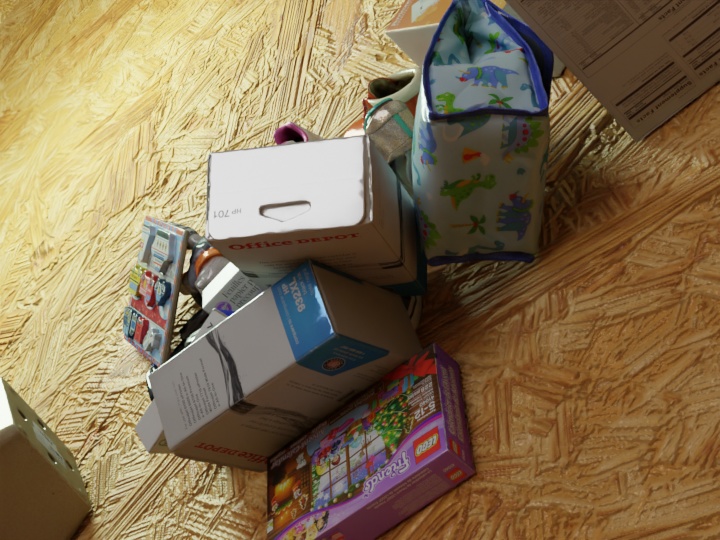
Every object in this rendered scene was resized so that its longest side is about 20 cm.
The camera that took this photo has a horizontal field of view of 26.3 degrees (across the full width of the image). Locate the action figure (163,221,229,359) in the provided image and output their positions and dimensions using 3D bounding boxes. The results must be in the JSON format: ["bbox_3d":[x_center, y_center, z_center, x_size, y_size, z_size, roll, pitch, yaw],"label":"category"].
[{"bbox_3d":[-0.180,0.009,1.703,0.200,0.105,0.193,-49,19,-2],"label":"action figure"}]

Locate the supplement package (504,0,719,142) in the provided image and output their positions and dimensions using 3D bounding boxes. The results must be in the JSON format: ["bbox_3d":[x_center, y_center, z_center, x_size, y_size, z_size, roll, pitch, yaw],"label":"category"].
[{"bbox_3d":[0.226,-0.253,1.342,0.151,0.200,0.152,-38,29,19],"label":"supplement package"}]

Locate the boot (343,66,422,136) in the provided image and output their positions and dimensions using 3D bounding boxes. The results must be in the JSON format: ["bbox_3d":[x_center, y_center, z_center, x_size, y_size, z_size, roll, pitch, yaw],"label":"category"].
[{"bbox_3d":[0.031,-0.162,1.609,0.200,0.107,0.075,-8,49,53],"label":"boot"}]

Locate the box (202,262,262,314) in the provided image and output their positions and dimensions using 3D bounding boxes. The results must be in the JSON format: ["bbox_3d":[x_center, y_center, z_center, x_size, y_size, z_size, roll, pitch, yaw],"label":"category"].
[{"bbox_3d":[-0.077,-0.028,1.506,0.200,0.039,0.041,-46,21,15],"label":"box"}]

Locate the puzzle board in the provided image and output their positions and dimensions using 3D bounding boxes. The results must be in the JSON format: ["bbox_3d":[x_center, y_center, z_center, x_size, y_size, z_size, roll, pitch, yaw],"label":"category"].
[{"bbox_3d":[-0.236,0.019,1.737,0.200,0.017,0.151,-161,80,-68],"label":"puzzle board"}]

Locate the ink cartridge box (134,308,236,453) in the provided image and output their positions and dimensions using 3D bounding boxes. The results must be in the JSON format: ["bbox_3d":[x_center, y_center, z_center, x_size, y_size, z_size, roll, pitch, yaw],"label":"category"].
[{"bbox_3d":[-0.125,0.094,1.463,0.200,0.099,0.039,-53,52,24],"label":"ink cartridge box"}]

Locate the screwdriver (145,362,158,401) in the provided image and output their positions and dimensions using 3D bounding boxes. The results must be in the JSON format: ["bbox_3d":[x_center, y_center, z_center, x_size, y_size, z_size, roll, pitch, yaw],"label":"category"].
[{"bbox_3d":[-0.236,0.097,1.745,0.028,0.029,0.200,-44,29,9],"label":"screwdriver"}]

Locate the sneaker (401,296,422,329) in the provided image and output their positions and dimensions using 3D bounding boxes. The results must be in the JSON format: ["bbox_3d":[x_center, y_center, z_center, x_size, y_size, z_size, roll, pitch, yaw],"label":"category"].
[{"bbox_3d":[0.000,0.000,1.481,0.078,0.079,0.200,-40,31,14],"label":"sneaker"}]

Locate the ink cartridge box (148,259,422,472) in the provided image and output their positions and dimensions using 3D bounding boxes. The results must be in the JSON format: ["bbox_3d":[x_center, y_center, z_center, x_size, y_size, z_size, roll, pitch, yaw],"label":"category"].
[{"bbox_3d":[-0.065,0.090,1.367,0.200,0.145,0.084,-35,59,23],"label":"ink cartridge box"}]

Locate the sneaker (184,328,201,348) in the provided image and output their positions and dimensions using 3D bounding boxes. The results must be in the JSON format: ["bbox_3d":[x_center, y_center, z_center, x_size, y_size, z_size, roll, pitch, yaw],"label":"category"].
[{"bbox_3d":[-0.094,0.052,1.567,0.200,0.066,0.091,-17,38,39],"label":"sneaker"}]

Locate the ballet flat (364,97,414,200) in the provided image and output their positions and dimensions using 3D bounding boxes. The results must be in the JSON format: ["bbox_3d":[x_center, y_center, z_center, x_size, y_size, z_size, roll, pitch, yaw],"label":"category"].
[{"bbox_3d":[0.038,-0.093,1.504,0.068,0.200,0.067,-43,71,-11],"label":"ballet flat"}]

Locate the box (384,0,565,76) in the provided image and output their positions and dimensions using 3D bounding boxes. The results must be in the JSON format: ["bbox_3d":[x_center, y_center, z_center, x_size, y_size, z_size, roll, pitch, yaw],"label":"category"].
[{"bbox_3d":[0.141,-0.271,1.595,0.200,0.097,0.124,3,57,56],"label":"box"}]

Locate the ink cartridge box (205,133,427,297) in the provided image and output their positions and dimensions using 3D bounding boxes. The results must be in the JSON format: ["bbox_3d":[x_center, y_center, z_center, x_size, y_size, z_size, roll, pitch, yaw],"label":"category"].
[{"bbox_3d":[-0.034,-0.038,1.347,0.146,0.200,0.086,-5,70,14],"label":"ink cartridge box"}]

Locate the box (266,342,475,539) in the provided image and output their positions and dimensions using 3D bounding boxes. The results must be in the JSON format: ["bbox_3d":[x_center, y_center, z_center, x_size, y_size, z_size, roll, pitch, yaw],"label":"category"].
[{"bbox_3d":[0.004,0.165,1.309,0.200,0.039,0.137,-37,31,21],"label":"box"}]

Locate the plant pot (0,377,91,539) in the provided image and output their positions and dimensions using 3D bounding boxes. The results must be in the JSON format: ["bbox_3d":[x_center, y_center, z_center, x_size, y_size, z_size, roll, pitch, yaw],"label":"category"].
[{"bbox_3d":[-0.408,0.237,1.662,0.177,0.200,0.200,-38,28,-4],"label":"plant pot"}]

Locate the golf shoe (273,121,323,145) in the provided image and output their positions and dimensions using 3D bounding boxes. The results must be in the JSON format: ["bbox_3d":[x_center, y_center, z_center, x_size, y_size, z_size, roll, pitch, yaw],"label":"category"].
[{"bbox_3d":[-0.066,-0.083,1.663,0.075,0.092,0.200,-33,33,24],"label":"golf shoe"}]

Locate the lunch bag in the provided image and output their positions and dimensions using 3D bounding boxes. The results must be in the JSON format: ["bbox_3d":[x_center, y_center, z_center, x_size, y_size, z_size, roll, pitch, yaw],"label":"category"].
[{"bbox_3d":[0.105,-0.127,1.371,0.127,0.170,0.200,-2,38,-4],"label":"lunch bag"}]
